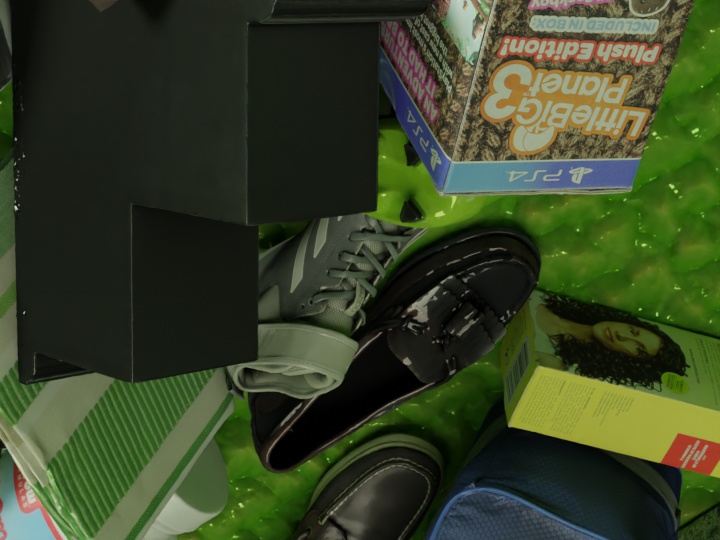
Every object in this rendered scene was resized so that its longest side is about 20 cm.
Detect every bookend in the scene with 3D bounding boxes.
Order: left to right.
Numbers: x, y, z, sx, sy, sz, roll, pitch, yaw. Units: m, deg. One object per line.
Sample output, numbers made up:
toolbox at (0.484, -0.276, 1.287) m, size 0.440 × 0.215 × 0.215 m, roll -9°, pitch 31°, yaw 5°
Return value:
bookend at (-0.068, -0.035, 0.827) m, size 0.092 × 0.199 × 0.200 m, roll -8°, pitch 103°, yaw -42°

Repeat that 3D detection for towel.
towel at (-0.146, 0.038, 0.939) m, size 0.023 × 0.153 × 0.201 m, roll -7°, pitch 125°, yaw 39°

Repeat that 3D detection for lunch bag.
lunch bag at (0.101, 0.182, 1.072) m, size 0.135 × 0.132 × 0.201 m, roll 27°, pitch 121°, yaw 5°

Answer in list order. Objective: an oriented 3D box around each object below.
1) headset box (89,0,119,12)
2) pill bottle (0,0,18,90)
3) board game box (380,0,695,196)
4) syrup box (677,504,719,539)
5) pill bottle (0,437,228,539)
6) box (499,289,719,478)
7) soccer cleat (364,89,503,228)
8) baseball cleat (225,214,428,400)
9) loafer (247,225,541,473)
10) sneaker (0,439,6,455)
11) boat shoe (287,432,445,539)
headset box at (-0.136, -0.232, 0.756) m, size 0.075 × 0.149 × 0.200 m, roll -29°, pitch 123°, yaw 19°
pill bottle at (-0.227, -0.172, 0.825) m, size 0.105 × 0.107 × 0.201 m, roll -7°, pitch 126°, yaw 4°
board game box at (0.074, -0.159, 0.794) m, size 0.096 × 0.160 × 0.201 m, roll -2°, pitch 129°, yaw -21°
syrup box at (0.248, 0.191, 1.114) m, size 0.200 × 0.079 × 0.081 m, roll -37°, pitch 118°, yaw 23°
pill bottle at (-0.179, 0.150, 1.060) m, size 0.199 × 0.109 × 0.109 m, roll -32°, pitch 121°, yaw 20°
box at (0.181, 0.072, 1.031) m, size 0.199 × 0.075 × 0.050 m, roll 15°, pitch 125°, yaw -12°
soccer cleat at (-0.010, -0.065, 0.895) m, size 0.199 × 0.081 × 0.068 m, roll 22°, pitch 114°, yaw 37°
baseball cleat at (0.000, 0.000, 0.955) m, size 0.069 × 0.107 × 0.200 m, roll 25°, pitch 128°, yaw -32°
loafer at (0.020, 0.052, 1.019) m, size 0.199 × 0.063 × 0.072 m, roll -33°, pitch 120°, yaw 21°
sneaker at (-0.234, 0.047, 0.999) m, size 0.066 × 0.090 × 0.201 m, roll -9°, pitch 126°, yaw -47°
boat shoe at (-0.016, 0.181, 1.112) m, size 0.072 × 0.065 × 0.200 m, roll 32°, pitch 119°, yaw -20°
